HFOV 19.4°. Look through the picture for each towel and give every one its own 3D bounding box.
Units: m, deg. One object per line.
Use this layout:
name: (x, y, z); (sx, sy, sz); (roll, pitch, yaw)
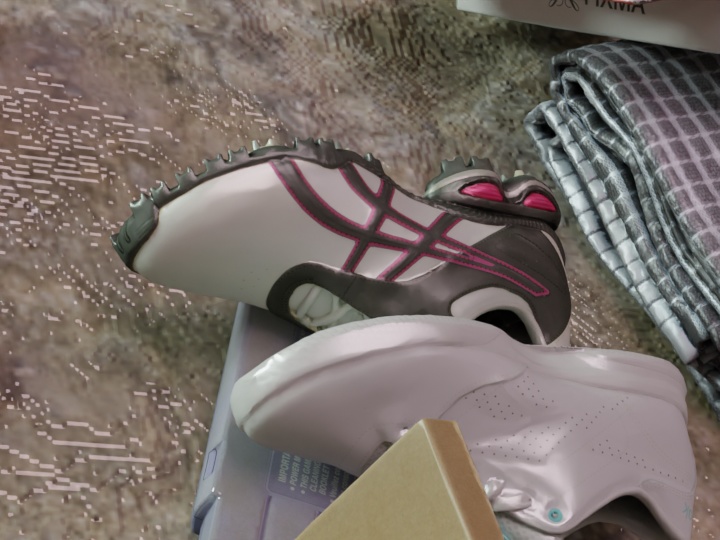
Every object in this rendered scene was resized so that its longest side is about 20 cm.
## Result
towel: (0.195, -0.032, 1.010); (0.165, 0.086, 0.201); (-11, 56, -31)

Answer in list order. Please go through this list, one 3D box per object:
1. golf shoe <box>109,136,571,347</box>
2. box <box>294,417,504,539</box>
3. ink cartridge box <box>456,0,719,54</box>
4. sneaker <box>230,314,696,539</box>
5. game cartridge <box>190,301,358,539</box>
golf shoe: (0.000, 0.000, 0.854); (0.199, 0.077, 0.089); (2, 58, -24)
box: (0.011, 0.176, 0.682); (0.021, 0.164, 0.201); (12, 44, -40)
ink cartridge box: (0.116, -0.133, 1.012); (0.173, 0.044, 0.199); (-17, 23, -38)
sneaker: (0.048, 0.073, 0.818); (0.199, 0.075, 0.089); (6, 60, -23)
game cartridge: (0.003, 0.065, 0.870); (0.129, 0.038, 0.201); (16, 46, -6)
